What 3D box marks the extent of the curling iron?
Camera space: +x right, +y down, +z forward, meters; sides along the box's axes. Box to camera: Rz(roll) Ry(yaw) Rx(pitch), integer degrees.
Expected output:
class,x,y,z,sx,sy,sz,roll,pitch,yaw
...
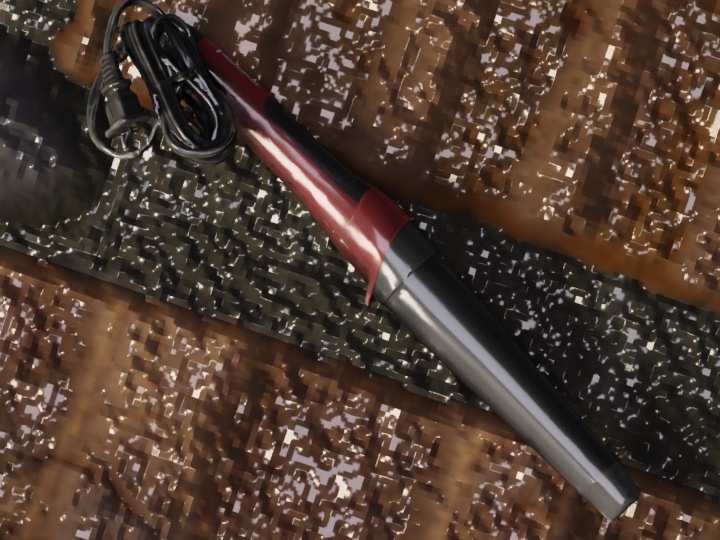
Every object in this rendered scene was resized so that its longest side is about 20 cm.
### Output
class,x,y,z,sx,sy,sz,roll,pitch,yaw
curling iron,0.000,0.000,0.825,0.200,0.026,0.050,42,56,-1
